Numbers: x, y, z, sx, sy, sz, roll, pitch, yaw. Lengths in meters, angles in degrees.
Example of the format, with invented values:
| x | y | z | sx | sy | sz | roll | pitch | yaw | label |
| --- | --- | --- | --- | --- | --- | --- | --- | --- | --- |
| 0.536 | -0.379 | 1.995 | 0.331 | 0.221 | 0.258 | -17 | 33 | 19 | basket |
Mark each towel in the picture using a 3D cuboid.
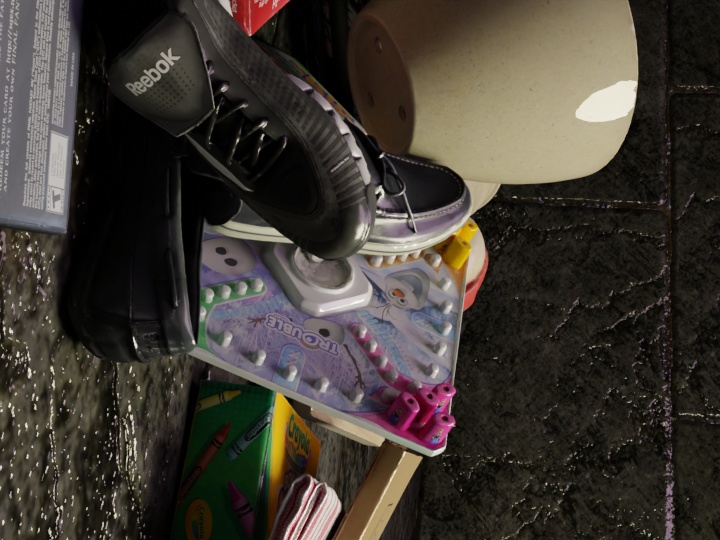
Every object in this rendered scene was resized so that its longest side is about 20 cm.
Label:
| x | y | z | sx | sy | sz | roll | pitch | yaw | label |
| --- | --- | --- | --- | --- | --- | --- | --- | --- | --- |
| -0.058 | 0.216 | 0.700 | 0.147 | 0.030 | 0.200 | -58 | 166 | -15 | towel |

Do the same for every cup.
| x | y | z | sx | sy | sz | roll | pitch | yaw | label |
| --- | --- | --- | --- | --- | --- | --- | --- | --- | --- |
| 0.074 | -0.145 | 0.725 | 0.201 | 0.142 | 0.202 | 53 | -28 | 44 | cup |

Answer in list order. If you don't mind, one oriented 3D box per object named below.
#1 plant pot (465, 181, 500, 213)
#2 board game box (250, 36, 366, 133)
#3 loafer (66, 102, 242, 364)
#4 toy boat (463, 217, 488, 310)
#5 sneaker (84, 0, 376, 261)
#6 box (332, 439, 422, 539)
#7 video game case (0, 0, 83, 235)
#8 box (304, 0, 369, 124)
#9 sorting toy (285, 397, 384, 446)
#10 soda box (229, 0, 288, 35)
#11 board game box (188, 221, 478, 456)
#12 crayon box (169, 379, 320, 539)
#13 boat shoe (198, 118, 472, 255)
| x | y | z | sx | sy | sz | roll | pitch | yaw | label |
| --- | --- | --- | --- | --- | --- | --- | --- | --- | --- |
| 0.043 | -0.082 | 1.141 | 0.202 | 0.198 | 0.184 | 86 | 23 | -43 | plant pot |
| -0.044 | -0.133 | 0.806 | 0.030 | 0.096 | 0.200 | -45 | 178 | 8 | board game box |
| -0.095 | -0.044 | 0.547 | 0.068 | 0.069 | 0.203 | 78 | 18 | -60 | loafer |
| 0.000 | 0.000 | 0.809 | 0.130 | 0.199 | 0.132 | -34 | 141 | -31 | toy boat |
| -0.071 | -0.083 | 0.483 | 0.201 | 0.066 | 0.090 | 54 | 25 | 6 | sneaker |
| -0.012 | 0.223 | 0.778 | 0.202 | 0.021 | 0.164 | -62 | 168 | -6 | box |
| -0.147 | -0.092 | 0.360 | 0.200 | 0.019 | 0.145 | 13 | 80 | -80 | video game case |
| 0.008 | -0.211 | 0.905 | 0.199 | 0.049 | 0.202 | -128 | -152 | -46 | box |
| -0.028 | 0.048 | 0.962 | 0.200 | 0.069 | 0.201 | 41 | 53 | -65 | sorting toy |
| -0.074 | -0.196 | 0.627 | 0.200 | 0.069 | 0.064 | -70 | 163 | -63 | soda box |
| -0.023 | -0.003 | 0.641 | 0.201 | 0.198 | 0.026 | -76 | -167 | -50 | board game box |
| -0.080 | 0.166 | 0.773 | 0.200 | 0.058 | 0.120 | 71 | 26 | -69 | crayon box |
| -0.005 | -0.055 | 0.637 | 0.063 | 0.198 | 0.075 | -59 | -137 | 36 | boat shoe |
